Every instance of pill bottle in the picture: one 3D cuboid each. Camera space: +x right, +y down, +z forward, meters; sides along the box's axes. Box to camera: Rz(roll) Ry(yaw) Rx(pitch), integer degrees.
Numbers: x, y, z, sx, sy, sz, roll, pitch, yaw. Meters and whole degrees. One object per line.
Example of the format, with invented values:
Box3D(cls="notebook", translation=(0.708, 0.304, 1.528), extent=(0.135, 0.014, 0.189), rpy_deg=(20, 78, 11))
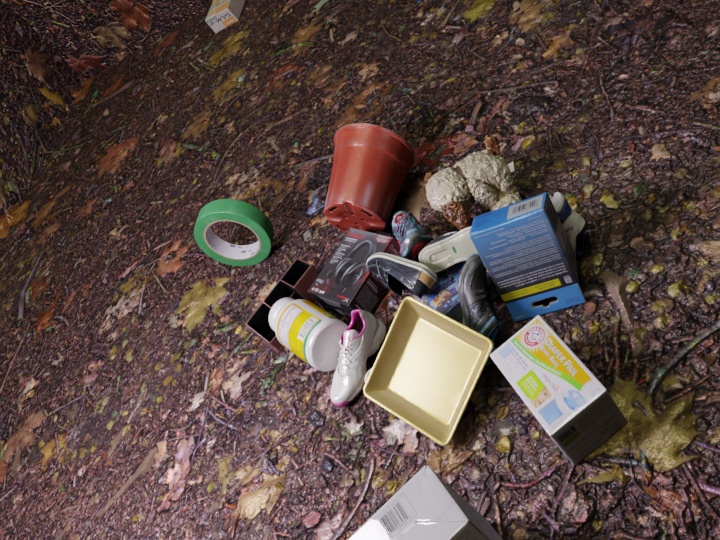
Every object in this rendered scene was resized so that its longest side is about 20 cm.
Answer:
Box3D(cls="pill bottle", translation=(-0.113, 0.128, 1.694), extent=(0.113, 0.113, 0.199), rpy_deg=(-51, 39, -11))

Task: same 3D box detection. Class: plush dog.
Box3D(cls="plush dog", translation=(0.216, -0.174, 1.624), extent=(0.170, 0.162, 0.201), rpy_deg=(-25, 40, -5))

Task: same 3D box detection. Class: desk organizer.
Box3D(cls="desk organizer", translation=(-0.165, 0.076, 1.816), extent=(0.071, 0.077, 0.201), rpy_deg=(23, 71, 50))

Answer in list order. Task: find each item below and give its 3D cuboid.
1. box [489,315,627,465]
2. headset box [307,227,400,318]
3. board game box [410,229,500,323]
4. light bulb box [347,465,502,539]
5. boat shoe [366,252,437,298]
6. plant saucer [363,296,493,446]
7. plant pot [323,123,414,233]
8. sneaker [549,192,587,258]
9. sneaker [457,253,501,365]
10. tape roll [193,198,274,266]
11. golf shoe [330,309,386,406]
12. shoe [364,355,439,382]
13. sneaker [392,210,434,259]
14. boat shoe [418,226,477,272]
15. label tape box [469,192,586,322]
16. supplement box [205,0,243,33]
Box3D(cls="box", translation=(0.311, 0.186, 1.271), extent=(0.112, 0.101, 0.201), rpy_deg=(-40, 38, 4))
Box3D(cls="headset box", translation=(0.000, 0.000, 1.743), extent=(0.148, 0.077, 0.201), rpy_deg=(17, 68, 48))
Box3D(cls="board game box", translation=(0.199, 0.017, 1.563), extent=(0.198, 0.062, 0.201), rpy_deg=(-31, 39, 13))
Box3D(cls="light bulb box", translation=(0.103, 0.428, 1.150), extent=(0.198, 0.200, 0.125), rpy_deg=(-42, 36, 0))
Box3D(cls="boat shoe", translation=(0.070, 0.011, 1.578), extent=(0.199, 0.074, 0.063), rpy_deg=(17, 73, 53))
Box3D(cls="plant saucer", translation=(0.125, 0.177, 1.422), extent=(0.198, 0.048, 0.203), rpy_deg=(27, 95, 33))
Box3D(cls="plant pot", translation=(0.009, -0.198, 1.840), extent=(0.198, 0.200, 0.198), rpy_deg=(-5, 59, 38))
Box3D(cls="sneaker", translation=(0.352, -0.056, 1.484), extent=(0.199, 0.114, 0.081), rpy_deg=(-40, 22, 57))
Box3D(cls="sneaker", translation=(0.221, 0.071, 1.440), extent=(0.081, 0.073, 0.204), rpy_deg=(5, 97, 34))
Box3D(cls="tape roll", translation=(-0.319, -0.093, 2.010), extent=(0.198, 0.201, 0.049), rpy_deg=(-17, 44, 29))
Box3D(cls="golf shoe", translation=(-0.021, 0.170, 1.592), extent=(0.074, 0.092, 0.202), rpy_deg=(1, 57, 40))
Box3D(cls="shoe", translation=(0.086, 0.185, 1.511), extent=(0.197, 0.053, 0.071), rpy_deg=(-15, 45, 31))
Box3D(cls="sneaker", translation=(0.094, -0.074, 1.641), extent=(0.079, 0.096, 0.200), rpy_deg=(-37, 0, 4))
Box3D(cls="boat shoe", translation=(0.207, -0.052, 1.515), extent=(0.198, 0.073, 0.068), rpy_deg=(-15, 14, 33))
Box3D(cls="label tape box", translation=(0.300, -0.021, 1.414), extent=(0.142, 0.202, 0.064), rpy_deg=(-18, 27, 28))
Box3D(cls="supplement box", translation=(-0.540, -1.068, 3.221), extent=(0.125, 0.074, 0.202), rpy_deg=(-18, 45, 29))
